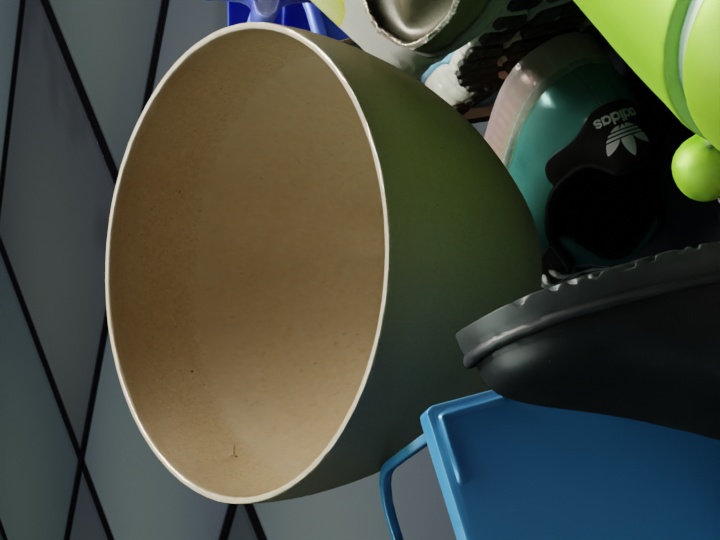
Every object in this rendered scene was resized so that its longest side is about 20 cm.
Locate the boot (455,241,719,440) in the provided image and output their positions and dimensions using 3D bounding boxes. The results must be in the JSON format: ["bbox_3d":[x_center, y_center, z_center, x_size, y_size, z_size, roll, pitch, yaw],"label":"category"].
[{"bbox_3d":[0.149,0.074,1.021,0.076,0.199,0.169,134,123,-74],"label":"boot"}]

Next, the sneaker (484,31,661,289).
[{"bbox_3d":[0.094,-0.019,1.292,0.080,0.071,0.200,58,159,28],"label":"sneaker"}]

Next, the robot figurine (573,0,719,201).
[{"bbox_3d":[0.146,-0.113,1.024,0.200,0.115,0.176,53,138,47],"label":"robot figurine"}]

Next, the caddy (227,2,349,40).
[{"bbox_3d":[-0.026,-0.096,1.513,0.141,0.105,0.201,-126,30,-45],"label":"caddy"}]

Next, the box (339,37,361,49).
[{"bbox_3d":[0.037,-0.005,1.387,0.200,0.021,0.164,58,-167,-61],"label":"box"}]

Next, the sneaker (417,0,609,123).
[{"bbox_3d":[0.062,-0.132,1.300,0.200,0.078,0.090,141,117,-68],"label":"sneaker"}]

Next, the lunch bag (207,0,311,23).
[{"bbox_3d":[-0.040,-0.214,1.322,0.094,0.150,0.201,122,150,-74],"label":"lunch bag"}]

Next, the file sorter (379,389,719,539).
[{"bbox_3d":[0.123,0.109,1.111,0.123,0.199,0.139,133,121,-70],"label":"file sorter"}]

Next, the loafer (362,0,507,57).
[{"bbox_3d":[0.029,-0.166,1.072,0.075,0.069,0.201,44,138,31],"label":"loafer"}]

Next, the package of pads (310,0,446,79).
[{"bbox_3d":[-0.003,-0.197,1.178,0.200,0.068,0.155,43,130,3],"label":"package of pads"}]

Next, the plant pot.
[{"bbox_3d":[0.000,0.000,1.190,0.200,0.134,0.201,-6,82,51],"label":"plant pot"}]
